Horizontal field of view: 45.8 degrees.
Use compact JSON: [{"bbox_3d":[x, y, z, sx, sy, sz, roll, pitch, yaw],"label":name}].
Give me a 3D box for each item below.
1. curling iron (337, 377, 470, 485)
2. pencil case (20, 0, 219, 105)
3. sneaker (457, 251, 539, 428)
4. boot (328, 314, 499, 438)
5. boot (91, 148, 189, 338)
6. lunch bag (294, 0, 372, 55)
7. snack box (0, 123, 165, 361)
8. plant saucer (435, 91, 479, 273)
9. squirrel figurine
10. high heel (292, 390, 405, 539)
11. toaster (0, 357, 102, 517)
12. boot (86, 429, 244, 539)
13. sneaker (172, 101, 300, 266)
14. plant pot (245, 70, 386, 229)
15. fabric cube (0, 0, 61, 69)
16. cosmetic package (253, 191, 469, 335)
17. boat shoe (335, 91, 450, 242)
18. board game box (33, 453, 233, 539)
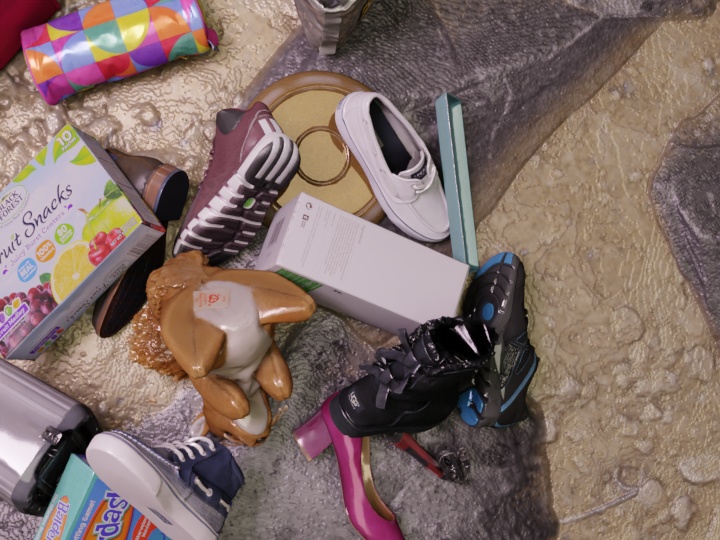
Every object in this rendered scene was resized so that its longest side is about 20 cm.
[{"bbox_3d":[0.050,0.177,0.950,0.200,0.026,0.050,39,109,-19],"label":"curling iron"},{"bbox_3d":[-0.253,-0.241,0.902,0.199,0.088,0.089,-18,93,-6],"label":"pencil case"},{"bbox_3d":[0.163,0.080,0.976,0.081,0.073,0.201,9,91,-30],"label":"sneaker"},{"bbox_3d":[0.076,0.104,0.872,0.198,0.162,0.074,-2,58,-47],"label":"boot"},{"bbox_3d":[-0.264,-0.033,0.921,0.097,0.075,0.201,27,95,17],"label":"boot"},{"bbox_3d":[-0.026,-0.340,0.890,0.117,0.164,0.201,-2,91,-6],"label":"lunch bag"},{"bbox_3d":[-0.315,-0.027,0.866,0.200,0.053,0.142,-43,71,7],"label":"snack box"},{"bbox_3d":[0.109,-0.097,0.963,0.019,0.070,0.201,-7,91,20],"label":"plant saucer"},{"bbox_3d":[-0.151,0.087,0.889,0.200,0.187,0.141,33,53,31],"label":"squirrel figurine"},{"bbox_3d":[0.017,0.229,0.944,0.096,0.067,0.200,-37,92,4],"label":"high heel"},{"bbox_3d":[-0.338,0.159,0.831,0.129,0.200,0.114,30,68,3],"label":"toaster"},{"bbox_3d":[-0.180,0.186,0.812,0.072,0.200,0.091,8,53,27],"label":"boot"},{"bbox_3d":[-0.144,-0.099,0.919,0.200,0.075,0.116,-44,52,27],"label":"sneaker"},{"bbox_3d":[-0.045,-0.127,0.958,0.199,0.027,0.201,0,90,-7],"label":"plant pot"},{"bbox_3d":[-0.445,-0.278,0.816,0.196,0.200,0.199,43,84,-5],"label":"fabric cube"},{"bbox_3d":[0.000,0.000,0.904,0.199,0.108,0.085,23,74,-15],"label":"cosmetic package"},{"bbox_3d":[0.048,-0.107,0.927,0.074,0.065,0.200,-50,116,-17],"label":"boat shoe"},{"bbox_3d":[-0.233,0.275,0.863,0.200,0.045,0.153,27,86,-51],"label":"board game box"}]
